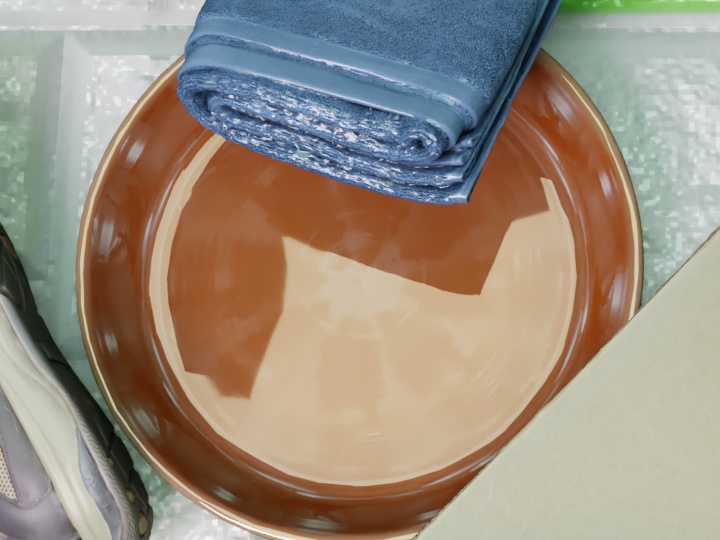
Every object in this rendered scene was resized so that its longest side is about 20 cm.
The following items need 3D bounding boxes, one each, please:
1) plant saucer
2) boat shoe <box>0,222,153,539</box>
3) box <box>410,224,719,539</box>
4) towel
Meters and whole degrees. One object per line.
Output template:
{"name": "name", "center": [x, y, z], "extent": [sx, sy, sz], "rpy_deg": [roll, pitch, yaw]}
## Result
{"name": "plant saucer", "center": [0.000, 0.000, 0.877], "extent": [0.200, 0.032, 0.201], "rpy_deg": [-2, 77, 8]}
{"name": "boat shoe", "center": [-0.148, 0.026, 0.870], "extent": [0.073, 0.075, 0.200], "rpy_deg": [-31, 73, 0]}
{"name": "box", "center": [0.138, 0.108, 0.820], "extent": [0.200, 0.021, 0.163], "rpy_deg": [45, 86, 5]}
{"name": "towel", "center": [0.022, -0.117, 0.865], "extent": [0.111, 0.049, 0.200], "rpy_deg": [18, 61, 15]}
